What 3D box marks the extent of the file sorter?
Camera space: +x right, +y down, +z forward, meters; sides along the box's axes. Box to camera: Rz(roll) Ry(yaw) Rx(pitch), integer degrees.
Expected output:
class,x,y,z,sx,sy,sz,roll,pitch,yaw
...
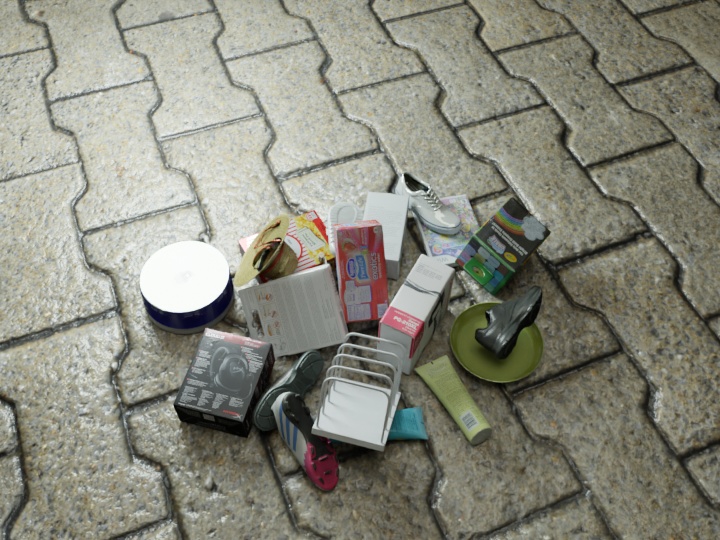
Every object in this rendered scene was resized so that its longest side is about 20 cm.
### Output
class,x,y,z,sx,sy,sz,roll,pitch,yaw
file sorter,0.003,0.224,1.571,0.137,0.126,0.200,12,23,7

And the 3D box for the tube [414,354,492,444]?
class,x,y,z,sx,sy,sz,roll,pitch,yaw
tube,0.192,0.257,1.655,0.058,0.052,0.201,14,32,-46

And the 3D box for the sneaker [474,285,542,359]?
class,x,y,z,sx,sy,sz,roll,pitch,yaw
sneaker,0.314,0.093,1.729,0.090,0.076,0.200,28,54,27

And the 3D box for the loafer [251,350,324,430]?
class,x,y,z,sx,sy,sz,roll,pitch,yaw
loafer,-0.150,0.244,1.656,0.072,0.063,0.200,50,60,-14

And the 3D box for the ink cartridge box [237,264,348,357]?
class,x,y,z,sx,sy,sz,roll,pitch,yaw
ink cartridge box,-0.138,0.090,1.713,0.198,0.163,0.050,-14,5,15

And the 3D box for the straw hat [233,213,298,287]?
class,x,y,z,sx,sy,sz,roll,pitch,yaw
straw hat,-0.181,-0.023,1.772,0.085,0.200,0.202,39,50,-23

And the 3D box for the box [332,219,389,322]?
class,x,y,z,sx,sy,sz,roll,pitch,yaw
box,0.000,0.000,1.747,0.101,0.202,0.095,-7,11,-6

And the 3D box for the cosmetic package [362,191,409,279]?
class,x,y,z,sx,sy,sz,roll,pitch,yaw
cosmetic package,0.052,-0.083,1.898,0.100,0.072,0.201,7,52,6

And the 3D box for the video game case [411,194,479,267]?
class,x,y,z,sx,sy,sz,roll,pitch,yaw
video game case,0.211,-0.093,1.944,0.142,0.018,0.201,-9,53,-9

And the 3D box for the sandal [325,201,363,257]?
class,x,y,z,sx,sy,sz,roll,pitch,yaw
sandal,-0.045,-0.088,1.872,0.082,0.050,0.204,19,38,-6

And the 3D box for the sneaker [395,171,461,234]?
class,x,y,z,sx,sy,sz,roll,pitch,yaw
sneaker,0.157,-0.160,1.938,0.199,0.071,0.073,38,60,25

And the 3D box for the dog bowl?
class,x,y,z,sx,sy,sz,roll,pitch,yaw
dog bowl,-0.378,0.035,1.794,0.198,0.079,0.202,1,52,-1

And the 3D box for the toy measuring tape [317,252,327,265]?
class,x,y,z,sx,sy,sz,roll,pitch,yaw
toy measuring tape,-0.091,0.056,1.777,0.073,0.074,0.202,-10,65,-9

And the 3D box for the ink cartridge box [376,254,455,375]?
class,x,y,z,sx,sy,sz,roll,pitch,yaw
ink cartridge box,0.116,0.091,1.716,0.084,0.145,0.201,24,55,15

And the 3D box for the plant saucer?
class,x,y,z,sx,sy,sz,roll,pitch,yaw
plant saucer,0.287,0.156,1.741,0.197,0.031,0.202,1,52,-2

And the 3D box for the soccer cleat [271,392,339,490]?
class,x,y,z,sx,sy,sz,roll,pitch,yaw
soccer cleat,-0.106,0.327,1.575,0.069,0.086,0.202,-22,83,-37

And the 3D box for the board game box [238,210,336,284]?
class,x,y,z,sx,sy,sz,roll,pitch,yaw
board game box,-0.158,-0.040,1.877,0.198,0.047,0.152,-24,56,-18

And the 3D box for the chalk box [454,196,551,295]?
class,x,y,z,sx,sy,sz,roll,pitch,yaw
chalk box,0.302,-0.039,1.822,0.125,0.124,0.200,43,61,9

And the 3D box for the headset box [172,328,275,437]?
class,x,y,z,sx,sy,sz,roll,pitch,yaw
headset box,-0.267,0.215,1.652,0.147,0.078,0.201,11,55,8

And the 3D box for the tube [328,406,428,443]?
class,x,y,z,sx,sy,sz,roll,pitch,yaw
tube,0.030,0.305,1.613,0.198,0.051,0.078,-3,49,-9
